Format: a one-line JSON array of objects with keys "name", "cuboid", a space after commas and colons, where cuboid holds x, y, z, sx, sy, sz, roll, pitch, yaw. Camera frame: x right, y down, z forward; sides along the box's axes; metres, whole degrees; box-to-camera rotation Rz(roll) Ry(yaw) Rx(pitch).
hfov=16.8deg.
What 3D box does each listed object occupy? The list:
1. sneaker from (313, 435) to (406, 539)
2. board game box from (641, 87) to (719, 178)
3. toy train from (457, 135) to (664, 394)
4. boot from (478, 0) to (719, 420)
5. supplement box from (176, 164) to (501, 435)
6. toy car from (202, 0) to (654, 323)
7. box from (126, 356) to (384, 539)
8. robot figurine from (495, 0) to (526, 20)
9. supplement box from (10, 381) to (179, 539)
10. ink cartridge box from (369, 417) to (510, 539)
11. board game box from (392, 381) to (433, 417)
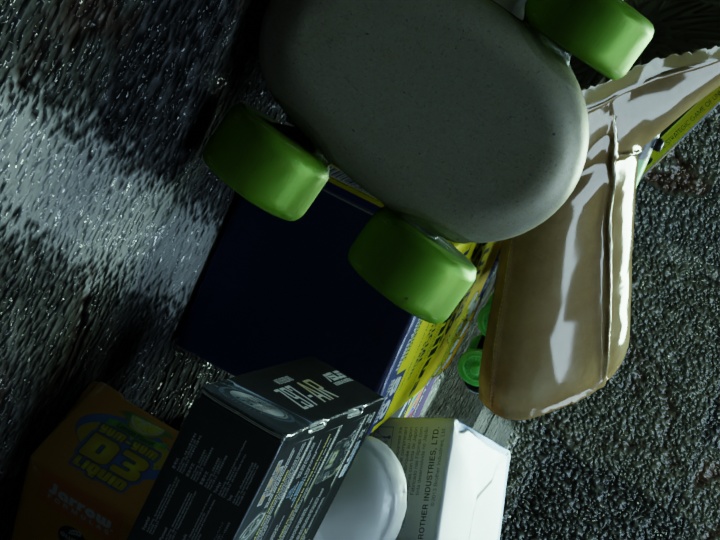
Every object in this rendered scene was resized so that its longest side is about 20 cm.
[{"name": "sneaker", "cuboid": [-0.070, 0.146, 1.211, 0.200, 0.075, 0.088, -30, 166, 20]}, {"name": "board game box", "cuboid": [0.183, -0.126, 1.512, 0.200, 0.057, 0.165, -44, -169, 0]}, {"name": "toy train", "cuboid": [0.111, -0.012, 1.353, 0.042, 0.056, 0.201, -48, 162, -68]}, {"name": "boot", "cuboid": [0.135, -0.037, 1.287, 0.175, 0.066, 0.201, -20, 129, -26]}, {"name": "supplement box", "cuboid": [0.000, 0.000, 1.281, 0.109, 0.109, 0.200, -66, 171, 14]}, {"name": "toy car", "cuboid": [0.031, -0.090, 1.142, 0.165, 0.158, 0.200, -54, -176, 8]}, {"name": "box", "cuboid": [-0.070, 0.141, 1.090, 0.200, 0.043, 0.160, -64, 167, 10]}, {"name": "robot figurine", "cuboid": [0.091, -0.172, 1.293, 0.200, 0.113, 0.170, 102, -1, -57]}, {"name": "supplement box", "cuboid": [-0.129, 0.150, 1.130, 0.069, 0.066, 0.200, -46, 160, -49]}, {"name": "ink cartridge box", "cuboid": [-0.031, 0.149, 1.294, 0.076, 0.199, 0.137, 38, 56, -56]}, {"name": "board game box", "cuboid": [0.020, 0.054, 1.653, 0.201, 0.057, 0.165, -67, 169, 21]}]
